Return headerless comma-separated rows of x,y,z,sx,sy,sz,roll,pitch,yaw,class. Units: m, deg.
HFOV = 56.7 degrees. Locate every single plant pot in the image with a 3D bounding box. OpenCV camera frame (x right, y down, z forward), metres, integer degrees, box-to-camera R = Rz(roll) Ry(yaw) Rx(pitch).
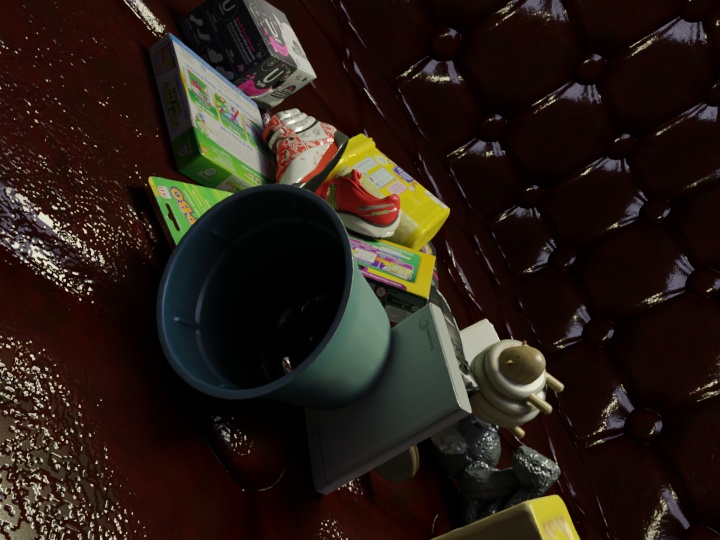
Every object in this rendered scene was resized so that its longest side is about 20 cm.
-0.065,0.048,0.675,0.196,0.198,0.202,46,22,-60,plant pot

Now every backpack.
0.078,0.110,1.028,0.154,0.161,0.203,119,-34,-62,backpack

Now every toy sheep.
0.224,0.181,1.029,0.136,0.201,0.139,11,49,-13,toy sheep

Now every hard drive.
0.019,0.140,0.730,0.027,0.199,0.133,33,32,-39,hard drive

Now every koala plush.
0.192,0.316,1.089,0.200,0.184,0.177,46,1,23,koala plush

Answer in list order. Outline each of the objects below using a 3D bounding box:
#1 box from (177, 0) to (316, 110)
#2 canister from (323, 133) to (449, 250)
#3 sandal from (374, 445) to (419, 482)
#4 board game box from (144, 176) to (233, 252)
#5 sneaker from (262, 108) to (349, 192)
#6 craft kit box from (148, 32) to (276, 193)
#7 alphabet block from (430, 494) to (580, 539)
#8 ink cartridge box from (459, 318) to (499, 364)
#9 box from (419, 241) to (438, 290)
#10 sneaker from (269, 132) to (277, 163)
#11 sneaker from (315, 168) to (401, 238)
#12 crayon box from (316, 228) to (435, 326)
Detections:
-0.171,-0.349,1.065,0.133,0.114,0.200,62,18,2,box
0.034,-0.117,1.089,0.200,0.087,0.148,41,40,10,canister
0.000,0.178,0.833,0.054,0.081,0.202,-28,91,-56,sandal
-0.171,-0.050,0.765,0.096,0.030,0.200,64,15,9,board game box
-0.102,-0.155,0.937,0.107,0.068,0.202,30,45,2,sneaker
-0.186,-0.185,0.900,0.200,0.048,0.199,30,33,-59,craft kit box
0.166,0.393,0.772,0.195,0.198,0.198,28,37,-61,alphabet block
0.225,0.194,1.306,0.200,0.085,0.148,92,-26,-75,ink cartridge box
0.065,-0.008,1.211,0.107,0.121,0.201,54,19,-20,box
-0.106,-0.194,1.091,0.083,0.073,0.200,64,18,0,sneaker
-0.030,-0.114,1.005,0.198,0.086,0.077,20,10,12,sneaker
0.000,0.000,0.935,0.197,0.059,0.173,18,20,3,crayon box
